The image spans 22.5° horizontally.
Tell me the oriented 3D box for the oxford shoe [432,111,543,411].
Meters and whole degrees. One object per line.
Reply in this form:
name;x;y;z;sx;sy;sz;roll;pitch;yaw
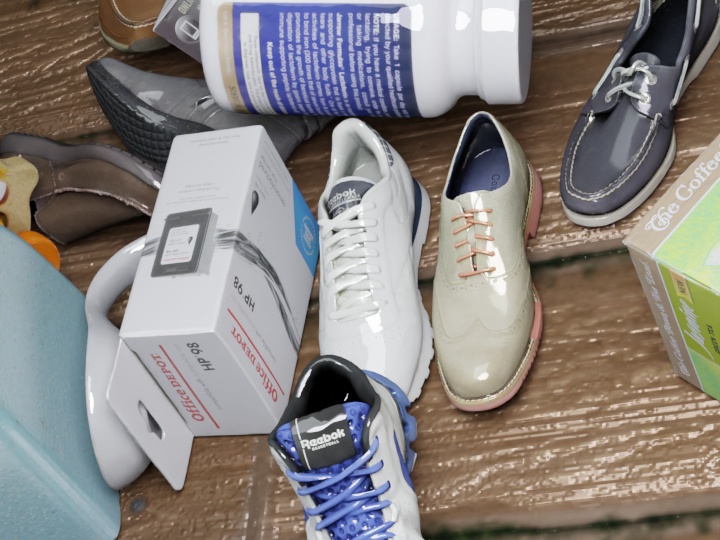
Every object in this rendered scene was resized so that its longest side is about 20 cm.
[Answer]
oxford shoe;0.070;-0.008;1.110;0.070;0.074;0.201;-11;50;18

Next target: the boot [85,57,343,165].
boot;-0.097;-0.125;1.302;0.132;0.070;0.200;-40;52;-20

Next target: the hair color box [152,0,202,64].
hair color box;-0.077;-0.238;1.305;0.111;0.064;0.200;-48;16;32

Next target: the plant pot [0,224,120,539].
plant pot;-0.284;0.070;1.130;0.196;0.200;0.196;-19;47;9

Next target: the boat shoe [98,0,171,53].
boat shoe;-0.173;-0.231;1.378;0.075;0.074;0.200;-17;34;-5

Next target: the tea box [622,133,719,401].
tea box;0.285;-0.007;0.966;0.200;0.134;0.196;-47;48;-15

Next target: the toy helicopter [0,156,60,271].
toy helicopter;-0.273;-0.066;1.200;0.132;0.201;0.079;-15;31;-38

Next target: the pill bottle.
pill bottle;0.007;-0.155;1.150;0.199;0.116;0.116;3;54;12

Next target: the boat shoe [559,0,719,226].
boat shoe;0.174;-0.120;1.158;0.072;0.063;0.200;13;60;32

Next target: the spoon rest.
spoon rest;-0.152;0.053;1.162;0.060;0.100;0.200;-4;40;10

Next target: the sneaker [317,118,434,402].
sneaker;0.000;0.000;1.134;0.076;0.081;0.201;-12;52;14

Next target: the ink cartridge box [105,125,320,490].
ink cartridge box;-0.087;0.024;1.131;0.066;0.116;0.201;-5;52;20

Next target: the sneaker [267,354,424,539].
sneaker;-0.006;0.131;0.990;0.080;0.115;0.200;-18;62;11

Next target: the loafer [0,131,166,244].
loafer;-0.187;-0.049;1.274;0.200;0.073;0.071;11;84;47
